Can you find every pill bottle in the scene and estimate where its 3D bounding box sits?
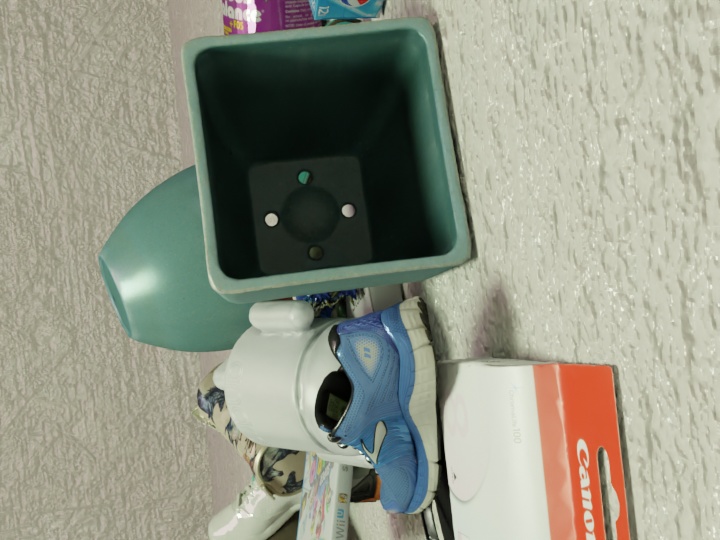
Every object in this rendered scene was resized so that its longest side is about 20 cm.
[{"bbox_3d":[-0.096,-0.320,1.166,0.112,0.112,0.201,-125,32,-63],"label":"pill bottle"}]

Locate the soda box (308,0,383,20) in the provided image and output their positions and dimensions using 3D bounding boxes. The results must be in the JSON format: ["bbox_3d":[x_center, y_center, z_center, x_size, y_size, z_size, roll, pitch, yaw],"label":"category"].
[{"bbox_3d":[-0.028,-0.323,0.992,0.068,0.064,0.201,104,155,-53],"label":"soda box"}]

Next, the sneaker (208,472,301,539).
[{"bbox_3d":[-0.107,0.252,1.252,0.089,0.199,0.075,51,-162,-31],"label":"sneaker"}]

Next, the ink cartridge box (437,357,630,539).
[{"bbox_3d":[0.104,0.138,0.689,0.200,0.057,0.164,162,102,-80],"label":"ink cartridge box"}]

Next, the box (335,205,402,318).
[{"bbox_3d":[0.000,0.000,1.067,0.144,0.036,0.201,122,141,-67],"label":"box"}]

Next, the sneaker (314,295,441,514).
[{"bbox_3d":[0.012,0.104,0.790,0.079,0.089,0.201,-95,-2,-52],"label":"sneaker"}]

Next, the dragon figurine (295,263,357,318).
[{"bbox_3d":[-0.052,0.061,1.055,0.100,0.058,0.201,-96,23,-60],"label":"dragon figurine"}]

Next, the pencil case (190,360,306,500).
[{"bbox_3d":[-0.117,0.176,1.205,0.090,0.078,0.200,-51,35,-3],"label":"pencil case"}]

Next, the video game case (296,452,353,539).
[{"bbox_3d":[-0.031,0.181,1.033,0.143,0.018,0.201,130,148,-64],"label":"video game case"}]

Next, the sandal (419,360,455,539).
[{"bbox_3d":[0.061,0.170,0.878,0.076,0.043,0.201,106,155,-55],"label":"sandal"}]

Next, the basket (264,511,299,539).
[{"bbox_3d":[-0.052,0.386,1.244,0.200,0.135,0.181,-143,42,-66],"label":"basket"}]

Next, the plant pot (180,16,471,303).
[{"bbox_3d":[-0.037,-0.069,0.893,0.200,0.194,0.198,119,143,-76],"label":"plant pot"}]

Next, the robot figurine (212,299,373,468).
[{"bbox_3d":[-0.036,0.097,0.915,0.199,0.113,0.170,-4,124,44],"label":"robot figurine"}]

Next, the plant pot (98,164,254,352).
[{"bbox_3d":[-0.194,0.004,1.127,0.200,0.134,0.201,52,155,37],"label":"plant pot"}]

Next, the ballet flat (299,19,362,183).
[{"bbox_3d":[-0.037,-0.159,1.067,0.201,0.067,0.070,-67,-11,21],"label":"ballet flat"}]

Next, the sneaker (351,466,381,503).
[{"bbox_3d":[-0.006,0.190,1.099,0.200,0.075,0.093,135,132,-71],"label":"sneaker"}]

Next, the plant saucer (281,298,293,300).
[{"bbox_3d":[-0.115,0.031,1.201,0.199,0.037,0.201,36,143,57],"label":"plant saucer"}]

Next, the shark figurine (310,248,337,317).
[{"bbox_3d":[-0.066,0.011,1.208,0.129,0.089,0.215,-83,-16,-46],"label":"shark figurine"}]
